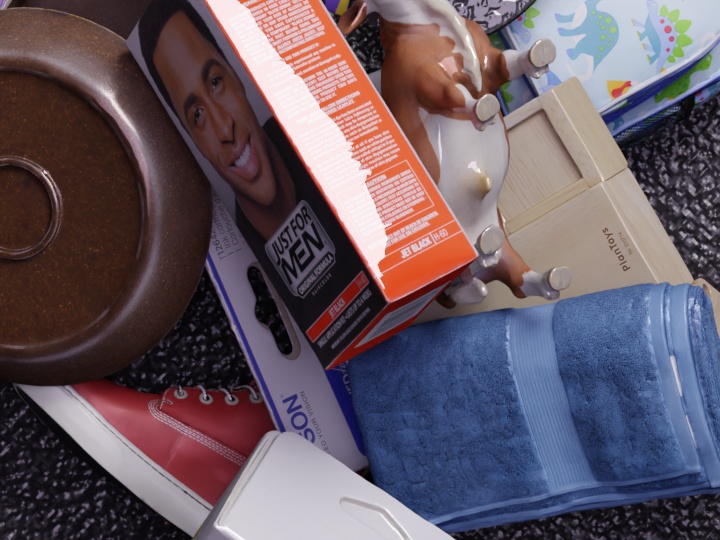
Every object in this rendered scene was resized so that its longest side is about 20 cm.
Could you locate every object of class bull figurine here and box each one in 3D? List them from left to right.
[{"bbox_3d":[0.046,-0.073,1.388,0.065,0.121,0.201,-20,113,-24],"label":"bull figurine"}]

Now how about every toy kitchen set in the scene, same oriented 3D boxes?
[{"bbox_3d":[0.119,0.011,1.525,0.163,0.180,0.201,-30,90,28],"label":"toy kitchen set"}]

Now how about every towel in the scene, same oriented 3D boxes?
[{"bbox_3d":[0.092,0.072,1.425,0.199,0.049,0.112,-10,103,25],"label":"towel"}]

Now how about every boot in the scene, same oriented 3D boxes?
[{"bbox_3d":[-0.081,0.070,1.544,0.200,0.072,0.145,36,83,-10],"label":"boot"}]

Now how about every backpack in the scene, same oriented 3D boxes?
[{"bbox_3d":[0.142,-0.165,1.540,0.199,0.147,0.184,-28,90,-8],"label":"backpack"}]

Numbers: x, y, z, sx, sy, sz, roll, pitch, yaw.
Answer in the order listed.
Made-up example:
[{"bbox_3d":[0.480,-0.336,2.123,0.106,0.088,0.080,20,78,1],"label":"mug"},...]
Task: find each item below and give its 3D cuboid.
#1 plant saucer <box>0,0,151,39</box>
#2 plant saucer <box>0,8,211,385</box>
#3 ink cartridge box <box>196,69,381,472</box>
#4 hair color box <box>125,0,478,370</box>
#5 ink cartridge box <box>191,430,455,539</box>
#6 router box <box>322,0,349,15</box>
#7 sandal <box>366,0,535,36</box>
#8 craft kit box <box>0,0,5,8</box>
[{"bbox_3d":[-0.122,-0.099,1.533,0.199,0.034,0.202,-9,112,-23],"label":"plant saucer"},{"bbox_3d":[-0.177,-0.035,1.460,0.199,0.034,0.202,3,100,16],"label":"plant saucer"},{"bbox_3d":[0.000,0.000,1.528,0.199,0.047,0.199,-23,90,-31],"label":"ink cartridge box"},{"bbox_3d":[-0.032,-0.062,1.384,0.061,0.102,0.201,-26,80,-28],"label":"hair color box"},{"bbox_3d":[-0.041,0.199,1.470,0.145,0.200,0.084,33,42,-1],"label":"ink cartridge box"},{"bbox_3d":[-0.071,-0.223,1.505,0.156,0.201,0.052,13,124,-6],"label":"router box"},{"bbox_3d":[0.087,-0.181,1.449,0.199,0.045,0.075,-35,91,-4],"label":"sandal"},{"bbox_3d":[-0.241,-0.185,1.558,0.196,0.049,0.201,-15,88,-9],"label":"craft kit box"}]
